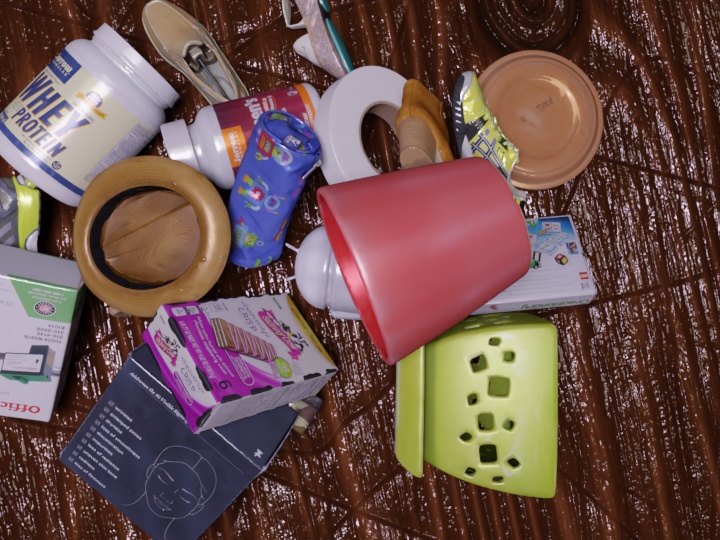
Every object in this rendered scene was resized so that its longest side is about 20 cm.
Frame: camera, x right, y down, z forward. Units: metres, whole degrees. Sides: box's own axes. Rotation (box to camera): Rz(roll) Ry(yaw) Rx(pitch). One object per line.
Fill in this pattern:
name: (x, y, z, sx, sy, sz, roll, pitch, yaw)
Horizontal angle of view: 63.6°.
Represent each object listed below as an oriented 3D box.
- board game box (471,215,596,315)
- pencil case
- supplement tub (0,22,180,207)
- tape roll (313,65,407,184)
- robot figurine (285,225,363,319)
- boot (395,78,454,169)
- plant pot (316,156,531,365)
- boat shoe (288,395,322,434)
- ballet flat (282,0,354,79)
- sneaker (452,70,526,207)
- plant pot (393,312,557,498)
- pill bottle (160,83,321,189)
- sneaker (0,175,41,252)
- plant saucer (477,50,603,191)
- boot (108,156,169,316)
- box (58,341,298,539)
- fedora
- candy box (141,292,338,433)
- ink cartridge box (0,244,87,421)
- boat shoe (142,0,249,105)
board game box: (0.202, -0.008, 0.791, 0.199, 0.035, 0.127, -5, 60, -2)
pencil case: (-0.110, -0.092, 0.706, 0.087, 0.078, 0.200, 32, 124, 5)
supplement tub: (-0.347, -0.197, 0.746, 0.145, 0.145, 0.200, 43, 88, -1)
tape roll: (0.030, -0.163, 0.758, 0.202, 0.037, 0.204, 9, 77, -39)
robot figurine: (0.000, 0.000, 0.768, 0.199, 0.113, 0.170, 6, 125, 0)
boot: (0.106, -0.137, 0.752, 0.071, 0.201, 0.144, -14, 45, 26)
plant pot: (0.070, -0.025, 0.623, 0.177, 0.200, 0.201, -22, 90, -6)
boat shoe: (-0.138, 0.136, 0.790, 0.200, 0.073, 0.065, 43, 69, -2)
ballet flat: (-0.066, -0.339, 0.807, 0.067, 0.068, 0.201, -21, 84, 17)
sneaker: (0.171, -0.167, 0.777, 0.076, 0.075, 0.201, -9, 114, 22)
plant pot: (0.133, 0.154, 0.736, 0.181, 0.199, 0.201, 2, 89, 4)
pill bottle: (-0.146, -0.168, 0.756, 0.199, 0.110, 0.110, -18, 90, -13)
sneaker: (-0.463, -0.029, 0.752, 0.081, 0.074, 0.201, 0, 104, -34)
plant saucer: (0.247, -0.214, 0.825, 0.200, 0.032, 0.201, 0, 89, -3)
boot: (-0.281, -0.047, 0.796, 0.200, 0.072, 0.167, -31, 78, -1)
box: (-0.223, 0.205, 0.722, 0.200, 0.124, 0.197, 41, 114, -1)
fedora: (-0.244, -0.041, 0.705, 0.200, 0.082, 0.201, 1, 94, 8)
candy box: (-0.137, 0.100, 0.700, 0.061, 0.200, 0.136, -49, 66, 26)
ink cartridge box: (-0.434, 0.078, 0.718, 0.146, 0.084, 0.201, 14, 111, -20)
boat shoe: (-0.223, -0.296, 0.786, 0.072, 0.076, 0.200, -45, 90, -2)
